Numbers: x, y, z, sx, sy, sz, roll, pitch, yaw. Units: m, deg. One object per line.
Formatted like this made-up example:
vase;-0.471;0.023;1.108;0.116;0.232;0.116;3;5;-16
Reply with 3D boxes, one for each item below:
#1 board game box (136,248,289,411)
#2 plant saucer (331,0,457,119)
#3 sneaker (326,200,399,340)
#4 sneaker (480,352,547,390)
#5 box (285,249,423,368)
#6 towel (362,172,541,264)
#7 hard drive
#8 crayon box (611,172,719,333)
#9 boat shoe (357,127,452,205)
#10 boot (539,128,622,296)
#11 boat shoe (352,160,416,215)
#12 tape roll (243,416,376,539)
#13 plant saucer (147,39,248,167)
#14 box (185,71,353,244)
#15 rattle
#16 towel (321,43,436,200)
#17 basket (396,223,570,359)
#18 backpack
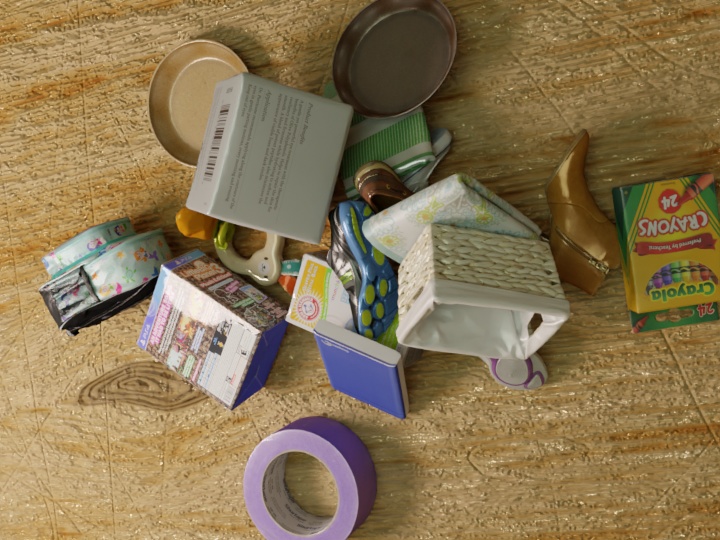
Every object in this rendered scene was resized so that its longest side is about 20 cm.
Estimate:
board game box;-0.233;0.092;1.521;0.199;0.097;0.160;32;118;15
plant saucer;0.052;-0.307;1.386;0.198;0.032;0.202;-9;70;27
sneaker;0.000;0.000;1.350;0.082;0.070;0.202;3;109;59
sneaker;0.192;0.094;1.382;0.199;0.100;0.075;36;122;-11
box;0.004;0.054;1.436;0.198;0.101;0.114;22;103;18
towel;0.127;-0.052;1.299;0.170;0.199;0.049;-29;50;34
hard drive;0.005;0.149;1.408;0.131;0.201;0.025;22;65;18
crayon box;0.414;-0.021;1.274;0.126;0.051;0.202;-9;93;1
boat shoe;0.068;-0.126;1.418;0.200;0.074;0.065;-42;112;15
boot;0.316;-0.078;1.324;0.143;0.071;0.203;28;110;11
boat shoe;0.069;-0.074;1.361;0.072;0.068;0.200;-40;125;21
tape roll;-0.079;0.339;1.510;0.198;0.085;0.202;3;98;21
plant saucer;-0.249;-0.266;1.537;0.198;0.035;0.203;3;97;21
box;-0.135;-0.159;1.375;0.170;0.200;0.201;14;92;-19
rattle;-0.169;-0.030;1.480;0.130;0.143;0.201;-38;76;4
towel;0.024;-0.217;1.405;0.152;0.023;0.202;-24;63;22
basket;0.155;0.028;1.268;0.136;0.198;0.124;123;149;-52
backpack;-0.399;-0.002;1.551;0.198;0.177;0.152;-21;93;18
